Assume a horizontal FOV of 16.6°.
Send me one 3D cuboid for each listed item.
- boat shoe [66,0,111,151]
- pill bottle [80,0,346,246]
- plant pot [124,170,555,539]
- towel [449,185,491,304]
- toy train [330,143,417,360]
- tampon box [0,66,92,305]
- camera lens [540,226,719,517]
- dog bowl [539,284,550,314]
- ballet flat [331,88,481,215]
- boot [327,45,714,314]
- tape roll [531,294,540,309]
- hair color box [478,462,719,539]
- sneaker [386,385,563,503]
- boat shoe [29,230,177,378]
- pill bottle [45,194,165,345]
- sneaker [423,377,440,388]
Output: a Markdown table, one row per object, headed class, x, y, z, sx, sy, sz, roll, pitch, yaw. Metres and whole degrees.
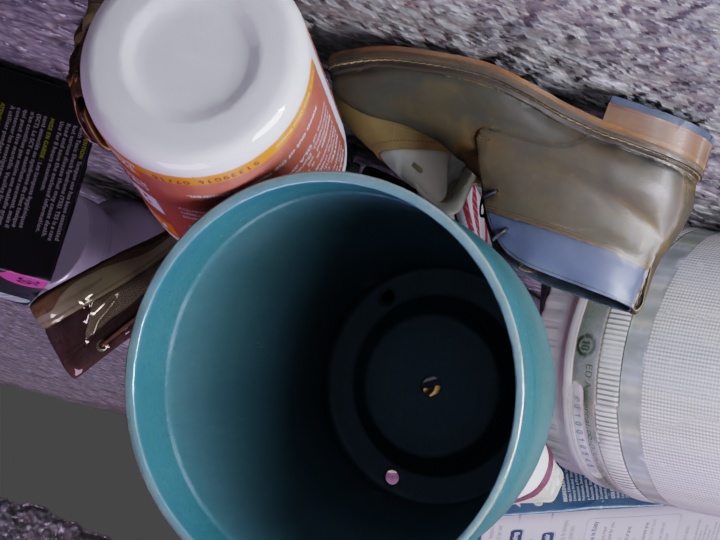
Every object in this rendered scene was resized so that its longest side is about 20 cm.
| class | x | y | z | sx | sy | sz | roll | pitch | yaw |
| --- | --- | --- | --- | --- | --- | --- | --- | --- | --- |
| boat shoe | -0.133 | -0.098 | 1.369 | 0.072 | 0.068 | 0.200 | 17 | 170 | -3 |
| pill bottle | -0.067 | -0.071 | 1.243 | 0.111 | 0.113 | 0.200 | 14 | 165 | 12 |
| plant pot | 0.011 | 0.056 | 1.232 | 0.199 | 0.202 | 0.188 | 13 | -177 | 19 |
| towel | 0.075 | 0.007 | 1.429 | 0.023 | 0.145 | 0.200 | -14 | 165 | 7 |
| toy train | 0.000 | 0.000 | 1.433 | 0.085 | 0.115 | 0.200 | 23 | -167 | -5 |
| tampon box | -0.282 | -0.070 | 1.589 | 0.199 | 0.127 | 0.150 | 18 | 171 | -10 |
| camera lens | 0.217 | 0.061 | 1.399 | 0.199 | 0.161 | 0.160 | 9 | 168 | 34 |
| dog bowl | 0.208 | 0.046 | 1.630 | 0.199 | 0.059 | 0.200 | 15 | 170 | 3 |
| ballet flat | 0.070 | -0.053 | 1.301 | 0.199 | 0.063 | 0.069 | 14 | 169 | 18 |
| boot | 0.068 | -0.048 | 1.230 | 0.199 | 0.098 | 0.075 | 15 | 172 | 12 |
| tape roll | 0.039 | 0.039 | 1.828 | 0.201 | 0.071 | 0.202 | 16 | 171 | 3 |
| hair color box | 0.122 | 0.147 | 1.524 | 0.198 | 0.061 | 0.100 | -3 | 146 | -6 |
| sneaker | 0.025 | 0.106 | 1.451 | 0.199 | 0.075 | 0.090 | 9 | 158 | 44 |
| boat shoe | -0.116 | 0.009 | 1.623 | 0.199 | 0.072 | 0.072 | -26 | 179 | -23 |
| pill bottle | -0.161 | 0.008 | 1.885 | 0.104 | 0.105 | 0.200 | 7 | 166 | 43 |
| sneaker | 0.050 | 0.086 | 1.548 | 0.146 | 0.077 | 0.202 | 44 | 153 | -18 |
